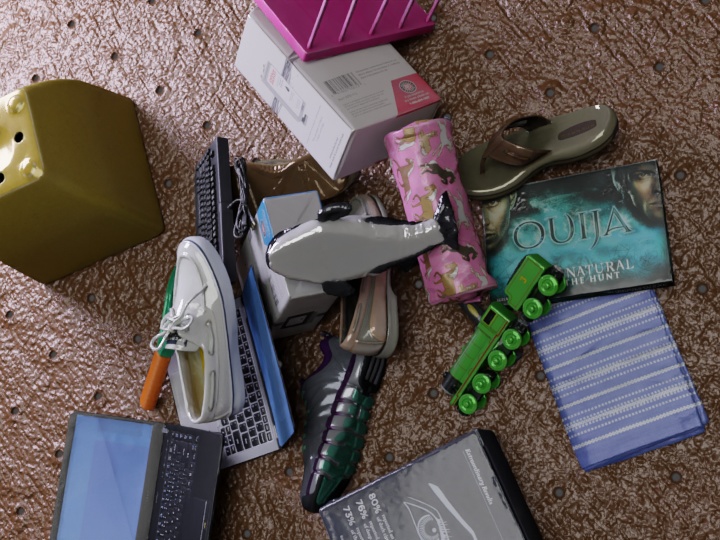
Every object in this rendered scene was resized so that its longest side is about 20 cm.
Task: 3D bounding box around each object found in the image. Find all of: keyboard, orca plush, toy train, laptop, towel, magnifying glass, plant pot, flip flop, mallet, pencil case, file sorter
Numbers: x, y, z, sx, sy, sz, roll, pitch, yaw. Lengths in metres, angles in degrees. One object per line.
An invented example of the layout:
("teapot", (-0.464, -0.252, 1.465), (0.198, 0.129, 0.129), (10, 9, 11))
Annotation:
("keyboard", (-0.162, -0.068, 1.230), (0.127, 0.020, 0.203), (-39, 48, 41))
("orca plush", (-0.002, -0.044, 1.107), (0.197, 0.106, 0.071), (-23, 31, 5))
("toy train", (0.150, 0.070, 1.151), (0.056, 0.042, 0.201), (39, 111, 20))
("laptop", (-0.158, 0.122, 1.221), (0.197, 0.116, 0.190), (-21, 75, 19))
("towel", (0.270, 0.099, 1.146), (0.143, 0.024, 0.203), (-23, 72, 15))
("magnifying glass", (-0.226, 0.080, 1.265), (0.202, 0.022, 0.080), (-66, 31, 24))
("plant pot", (-0.388, -0.121, 1.304), (0.193, 0.200, 0.197), (-21, 75, 13))
("flip flop", (0.184, -0.140, 1.172), (0.198, 0.058, 0.082), (-19, 48, 25))
("laptop", (-0.262, 0.265, 1.242), (0.198, 0.102, 0.180), (0, 80, 49))
("mallet", (0.102, 0.032, 1.204), (0.065, 0.041, 0.201), (-35, 76, 8))
("pencil case", (0.086, -0.061, 1.152), (0.082, 0.085, 0.203), (-24, 79, 56))
("file sorter", (-0.008, -0.344, 1.196), (0.140, 0.198, 0.126), (52, 140, 21))

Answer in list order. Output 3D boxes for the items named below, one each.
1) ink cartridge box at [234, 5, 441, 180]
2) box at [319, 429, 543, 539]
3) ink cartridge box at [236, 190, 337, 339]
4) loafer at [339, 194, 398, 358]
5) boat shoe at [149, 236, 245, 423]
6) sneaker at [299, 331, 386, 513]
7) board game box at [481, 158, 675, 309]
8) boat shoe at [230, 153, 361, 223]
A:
("ink cartridge box", (-0.028, -0.219, 1.226), (0.201, 0.145, 0.083), (50, 141, 20))
("box", (0.079, 0.278, 1.130), (0.198, 0.104, 0.150), (-27, 73, 12))
("ink cartridge box", (-0.085, 0.004, 1.218), (0.066, 0.200, 0.118), (-11, 74, -19))
("loafer", (0.000, 0.000, 1.198), (0.062, 0.072, 0.203), (6, 60, -23))
("boat shoe", (-0.186, 0.069, 1.159), (0.074, 0.085, 0.206), (1, 101, 45))
("sneaker", (-0.040, 0.171, 1.215), (0.086, 0.074, 0.203), (13, 74, 30))
("board game box", (0.233, -0.037, 1.162), (0.197, 0.028, 0.138), (-10, 74, 21))
("boat shoe", (-0.094, -0.098, 1.280), (0.197, 0.063, 0.075), (-6, 92, 24))
